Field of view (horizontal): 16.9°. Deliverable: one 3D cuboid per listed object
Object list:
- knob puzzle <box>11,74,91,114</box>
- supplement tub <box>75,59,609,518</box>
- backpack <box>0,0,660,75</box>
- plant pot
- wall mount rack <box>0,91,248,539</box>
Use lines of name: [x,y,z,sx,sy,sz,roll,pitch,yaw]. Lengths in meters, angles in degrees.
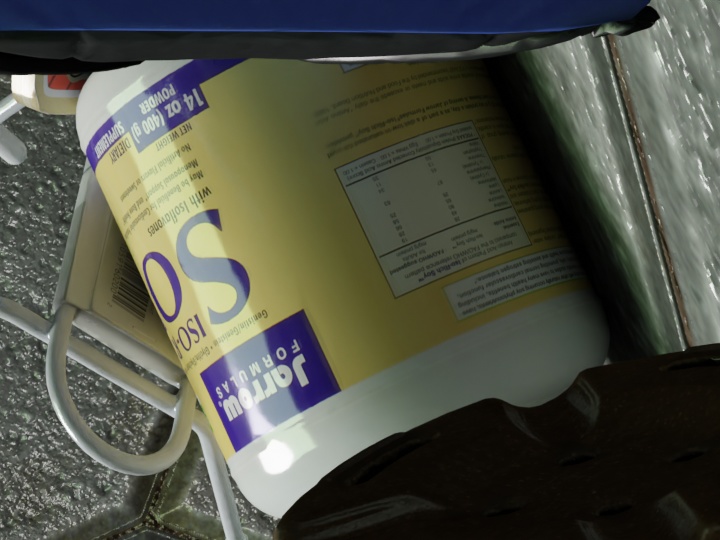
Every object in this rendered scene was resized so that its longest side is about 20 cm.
knob puzzle: [-0.066,-0.138,0.873,0.030,0.220,0.220,21,160,14]
supplement tub: [0.000,0.000,0.856,0.145,0.145,0.200,99,146,-80]
backpack: [-0.025,-0.129,0.515,0.200,0.162,0.168,-134,49,-74]
plant pot: [0.078,0.132,0.557,0.200,0.200,0.199,-140,34,-77]
wall mount rack: [-0.079,0.018,0.936,0.174,0.075,0.200,35,-137,-28]
